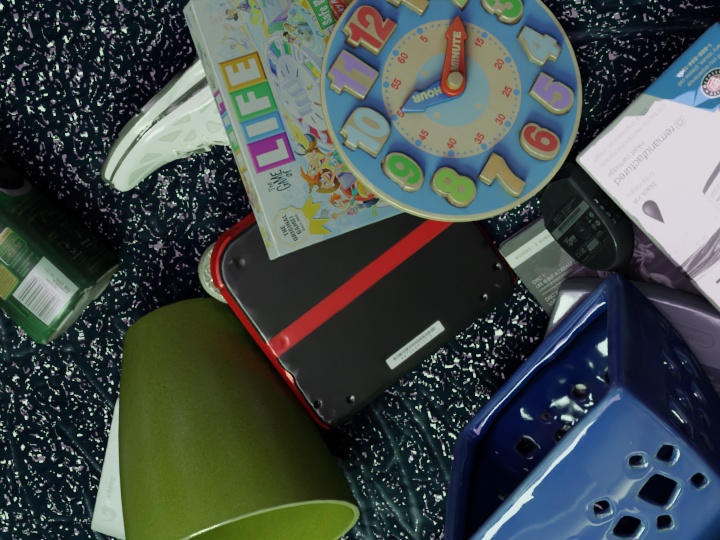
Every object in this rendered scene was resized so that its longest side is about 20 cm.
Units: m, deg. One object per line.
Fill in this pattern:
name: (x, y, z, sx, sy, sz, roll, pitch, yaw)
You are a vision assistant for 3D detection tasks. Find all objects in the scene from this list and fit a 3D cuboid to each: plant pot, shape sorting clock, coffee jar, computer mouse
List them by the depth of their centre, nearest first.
plant pot: (0.190, 0.156, 1.262, 0.179, 0.200, 0.200, 38, 112, -9)
shape sorting clock: (0.068, -0.136, 1.280, 0.198, 0.039, 0.202, 1, 77, -4)
computer mouse: (0.143, -0.082, 1.324, 0.200, 0.034, 0.059, 53, 142, 6)
plant pot: (-0.118, 0.131, 1.379, 0.186, 0.187, 0.201, -27, 66, 19)
coffee jar: (-0.301, -0.037, 1.412, 0.200, 0.104, 0.085, 42, 108, -2)

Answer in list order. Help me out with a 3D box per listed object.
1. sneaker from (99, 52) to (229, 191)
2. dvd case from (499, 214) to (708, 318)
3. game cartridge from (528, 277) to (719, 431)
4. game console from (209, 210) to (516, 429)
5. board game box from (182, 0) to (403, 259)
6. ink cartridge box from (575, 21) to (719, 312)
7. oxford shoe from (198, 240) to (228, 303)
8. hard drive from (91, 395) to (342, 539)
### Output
sneaker: (-0.110, -0.107, 1.360, 0.200, 0.076, 0.115, -42, 92, 18)
dvd case: (0.226, 0.019, 1.355, 0.148, 0.016, 0.200, -36, 97, 22)
game cartridge: (0.238, 0.082, 1.345, 0.199, 0.041, 0.134, 18, 115, 7)
game console: (0.000, 0.000, 1.358, 0.200, 0.031, 0.177, -37, 101, -4)
board game box: (-0.038, -0.125, 1.302, 0.134, 0.034, 0.201, -20, 90, -16)
ink cartridge box: (0.278, -0.060, 1.258, 0.145, 0.084, 0.200, -44, 86, 11)
oxford shoe: (-0.033, 0.010, 1.393, 0.198, 0.058, 0.076, 9, 87, -5)
hard drive: (-0.126, 0.193, 1.485, 0.199, 0.026, 0.133, 17, 110, 7)
